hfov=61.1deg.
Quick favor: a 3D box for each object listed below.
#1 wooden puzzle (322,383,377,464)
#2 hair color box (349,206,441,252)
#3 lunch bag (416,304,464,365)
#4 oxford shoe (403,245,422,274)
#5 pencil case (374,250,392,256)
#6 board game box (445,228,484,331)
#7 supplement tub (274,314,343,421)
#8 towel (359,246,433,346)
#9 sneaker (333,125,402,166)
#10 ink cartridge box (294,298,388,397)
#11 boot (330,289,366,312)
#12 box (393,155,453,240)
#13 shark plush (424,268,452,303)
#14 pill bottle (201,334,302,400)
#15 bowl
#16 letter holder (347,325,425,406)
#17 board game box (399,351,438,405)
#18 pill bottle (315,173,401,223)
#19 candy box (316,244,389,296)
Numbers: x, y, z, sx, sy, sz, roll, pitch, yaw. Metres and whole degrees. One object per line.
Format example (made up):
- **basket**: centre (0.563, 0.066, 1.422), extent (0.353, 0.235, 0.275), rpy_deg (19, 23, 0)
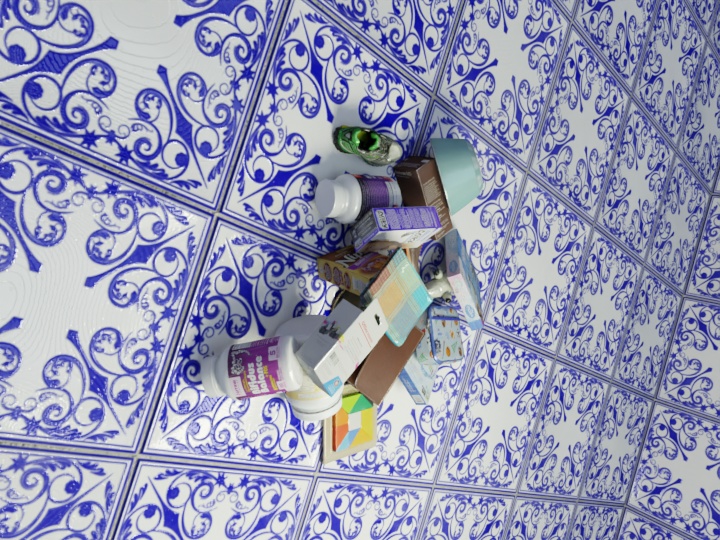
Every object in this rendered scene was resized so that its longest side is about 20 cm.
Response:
- **wooden puzzle**: centre (-0.021, 0.389, 1.583), extent (0.181, 0.037, 0.208), rpy_deg (-5, 103, -41)
- **hair color box**: centre (0.084, -0.098, 1.438), extent (0.195, 0.109, 0.067), rpy_deg (-5, 69, -35)
- **lunch bag**: centre (0.207, 0.168, 1.626), extent (0.198, 0.074, 0.166), rpy_deg (11, 72, -57)
- **oxford shoe**: centre (0.139, -0.050, 1.598), extent (0.071, 0.071, 0.206), rpy_deg (-20, 113, -16)
- **pencil case**: centre (0.070, 0.004, 1.555), extent (0.088, 0.077, 0.204), rpy_deg (-34, 120, -14)
- **board game box**: centre (0.289, 0.024, 1.700), extent (0.202, 0.042, 0.203), rpy_deg (59, 23, -32)
- **supplement tub**: centre (-0.113, 0.221, 1.396), extent (0.143, 0.143, 0.207), rpy_deg (-21, 112, -35)
- **towel**: centre (0.085, 0.063, 1.360), extent (0.148, 0.021, 0.201), rpy_deg (-51, 135, -15)
- **sneaker**: centre (0.031, -0.294, 1.455), extent (0.196, 0.084, 0.081), rpy_deg (3, 97, -42)
- **ink cartridge box**: centre (-0.035, 0.148, 1.289), extent (0.200, 0.067, 0.117), rpy_deg (-47, 141, -19)
- **boot**: centre (-0.012, 0.088, 1.488), extent (0.074, 0.096, 0.206), rpy_deg (23, 84, -40)
- **box**: centre (0.164, -0.188, 1.580), extent (0.074, 0.099, 0.205), rpy_deg (-32, 118, -26)
- **shark plush**: centre (0.213, 0.031, 1.680), extent (0.093, 0.082, 0.200), rpy_deg (61, 29, -9)
- **pill bottle**: centre (-0.224, 0.205, 1.263), extent (0.193, 0.113, 0.116), rpy_deg (-11, 112, 7)
- **bowl**: centre (0.252, -0.255, 1.568), extent (0.102, 0.203, 0.205), rpy_deg (-17, 118, 9)
- **letter holder**: centre (0.039, 0.194, 1.466), extent (0.140, 0.101, 0.203), rpy_deg (35, 81, -1)
- **board game box**: centre (0.152, 0.217, 1.647), extent (0.203, 0.042, 0.202), rpy_deg (59, 40, -32)
- **pill bottle**: centre (-0.007, -0.167, 1.430), extent (0.196, 0.110, 0.116), rpy_deg (-4, 102, -40)
- **candy box**: centre (0.000, 0.000, 1.412), extent (0.115, 0.197, 0.058), rpy_deg (-22, 116, -35)
